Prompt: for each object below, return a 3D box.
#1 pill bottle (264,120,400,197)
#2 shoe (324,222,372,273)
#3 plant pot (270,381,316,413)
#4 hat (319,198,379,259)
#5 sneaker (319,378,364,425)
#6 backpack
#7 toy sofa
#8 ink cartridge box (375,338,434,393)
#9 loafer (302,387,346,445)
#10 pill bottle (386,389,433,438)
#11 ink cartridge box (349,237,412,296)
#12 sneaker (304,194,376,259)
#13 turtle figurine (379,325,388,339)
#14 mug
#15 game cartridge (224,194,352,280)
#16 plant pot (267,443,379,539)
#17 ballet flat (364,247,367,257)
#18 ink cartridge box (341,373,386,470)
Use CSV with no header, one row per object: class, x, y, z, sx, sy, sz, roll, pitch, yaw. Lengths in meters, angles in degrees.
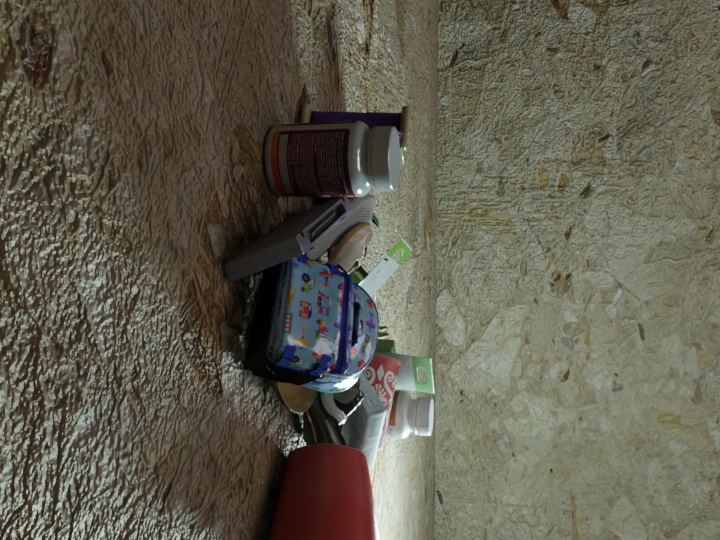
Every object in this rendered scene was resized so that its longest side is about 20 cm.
pill bottle,-0.041,-0.173,0.923,0.114,0.195,0.117,2,90,-75
shoe,-0.034,-0.002,1.003,0.201,0.053,0.070,-49,169,-27
plant pot,-0.112,0.135,0.988,0.200,0.027,0.205,-4,90,-72
hat,-0.073,-0.095,1.162,0.201,0.175,0.166,52,2,11
sneaker,-0.040,0.199,1.095,0.074,0.079,0.201,50,4,-30
backpack,-0.054,0.085,0.870,0.197,0.134,0.187,22,63,-27
toy sofa,-0.012,-0.248,1.033,0.098,0.195,0.085,68,28,-68
ink cartridge box,0.087,0.238,1.477,0.049,0.195,0.148,-73,160,-44
loafer,-0.079,0.298,1.086,0.075,0.068,0.204,-99,168,-72
pill bottle,0.079,0.355,1.458,0.114,0.195,0.117,1,90,-75
ink cartridge box,0.000,0.000,1.128,0.200,0.076,0.148,-47,165,4
sneaker,-0.052,-0.095,1.023,0.199,0.081,0.075,-34,150,-42
turtle figurine,0.062,0.250,1.648,0.200,0.063,0.165,-50,140,-67
mug,-0.004,0.295,1.351,0.133,0.174,0.205,157,-54,-65
game cartridge,-0.098,-0.048,0.844,0.039,0.128,0.200,61,27,-12
plant pot,-0.059,0.401,0.983,0.202,0.195,0.181,71,15,-53
ballet flat,-0.022,-0.116,1.292,0.073,0.071,0.205,7,79,-75
ink cartridge box,-0.024,0.270,1.168,0.200,0.046,0.163,49,-41,46
